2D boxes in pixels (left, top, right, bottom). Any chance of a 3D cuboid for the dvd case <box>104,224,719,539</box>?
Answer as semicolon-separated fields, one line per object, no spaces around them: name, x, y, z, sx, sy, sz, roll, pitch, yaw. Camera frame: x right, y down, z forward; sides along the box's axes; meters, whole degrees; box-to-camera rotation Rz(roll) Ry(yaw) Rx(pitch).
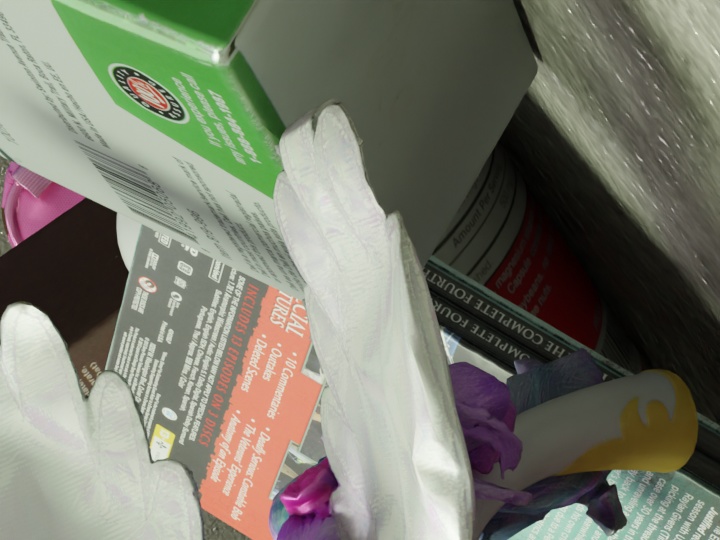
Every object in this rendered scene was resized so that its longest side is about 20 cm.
dvd case;0.023;0.055;0.768;0.200;0.022;0.146;31;145;8

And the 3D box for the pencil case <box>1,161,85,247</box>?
pencil case;-0.091;-0.051;1.142;0.094;0.091;0.200;50;-166;-14

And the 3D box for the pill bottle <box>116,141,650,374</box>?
pill bottle;0.000;0.000;0.839;0.200;0.112;0.112;55;176;-26

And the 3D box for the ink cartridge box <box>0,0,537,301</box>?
ink cartridge box;-0.073;-0.082;0.663;0.200;0.083;0.147;25;165;23

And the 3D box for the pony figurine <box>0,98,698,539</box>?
pony figurine;0.002;0.074;0.614;0.200;0.166;0.194;-6;-105;-46

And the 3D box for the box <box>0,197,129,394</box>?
box;-0.057;0.010;0.951;0.075;0.200;0.100;55;176;-27
